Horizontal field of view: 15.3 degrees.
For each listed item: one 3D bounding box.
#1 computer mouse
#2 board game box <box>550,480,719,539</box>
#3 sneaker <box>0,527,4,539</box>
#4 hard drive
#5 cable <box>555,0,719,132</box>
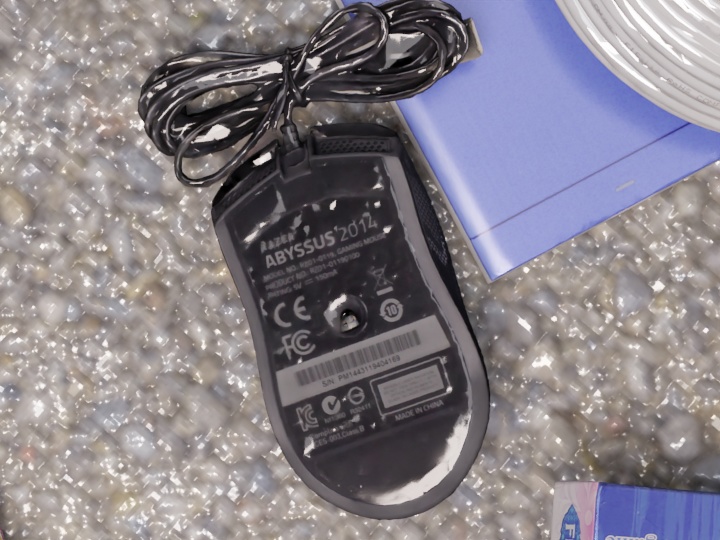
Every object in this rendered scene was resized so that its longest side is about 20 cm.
[{"bbox_3d":[0.000,0.000,1.066,0.138,0.053,0.200,-15,83,9],"label":"computer mouse"},{"bbox_3d":[0.165,0.188,1.040,0.200,0.041,0.200,6,84,-20],"label":"board game box"},{"bbox_3d":[-0.168,0.114,1.027,0.075,0.090,0.200,-31,87,-6],"label":"sneaker"},{"bbox_3d":[0.063,-0.114,1.096,0.132,0.025,0.200,-28,87,-6],"label":"hard drive"},{"bbox_3d":[0.166,-0.149,1.068,0.200,0.069,0.200,-12,83,-17],"label":"cable"}]
